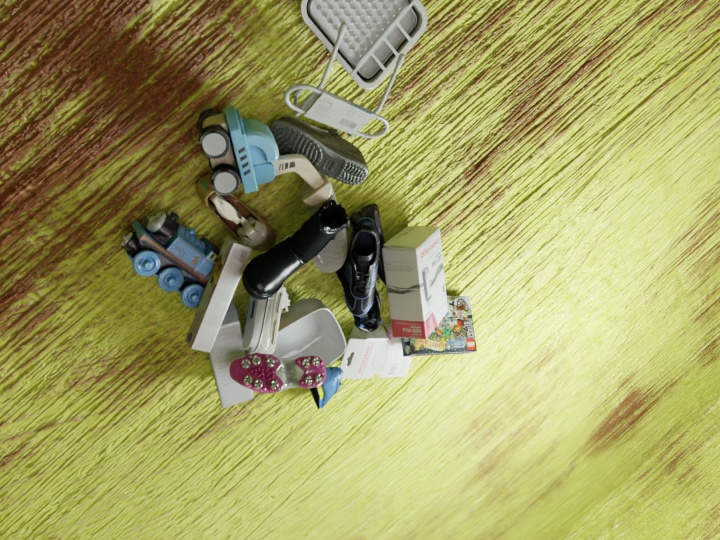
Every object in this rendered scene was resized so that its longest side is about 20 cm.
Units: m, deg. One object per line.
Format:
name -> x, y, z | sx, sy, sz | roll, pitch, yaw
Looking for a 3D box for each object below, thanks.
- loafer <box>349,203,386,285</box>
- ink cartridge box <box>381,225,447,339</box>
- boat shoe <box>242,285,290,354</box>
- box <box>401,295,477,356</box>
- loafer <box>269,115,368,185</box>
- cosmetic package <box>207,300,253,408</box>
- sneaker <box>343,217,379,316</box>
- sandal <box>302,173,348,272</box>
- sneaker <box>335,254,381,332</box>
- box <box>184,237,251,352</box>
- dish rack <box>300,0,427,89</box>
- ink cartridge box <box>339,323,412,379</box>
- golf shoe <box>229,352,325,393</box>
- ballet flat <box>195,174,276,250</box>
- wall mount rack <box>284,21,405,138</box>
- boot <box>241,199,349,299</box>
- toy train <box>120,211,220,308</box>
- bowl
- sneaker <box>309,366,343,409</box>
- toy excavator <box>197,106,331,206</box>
loafer -> 0.044, -0.050, 1.176 | 0.063, 0.072, 0.202 | -35, 127, -10
ink cartridge box -> 0.119, 0.022, 1.182 | 0.145, 0.083, 0.204 | -38, 123, -55
boat shoe -> -0.171, 0.061, 1.072 | 0.069, 0.071, 0.204 | 20, 66, -29
box -> 0.184, 0.130, 1.330 | 0.197, 0.038, 0.139 | 2, 74, -30
loafer -> -0.075, -0.222, 1.012 | 0.198, 0.071, 0.075 | 24, 134, -26
cosmetic package -> -0.269, 0.162, 1.114 | 0.073, 0.102, 0.203 | -15, 126, -17
sneaker -> 0.000, 0.000, 1.091 | 0.069, 0.078, 0.204 | 4, 105, 2
sandal -> -0.064, -0.094, 1.097 | 0.081, 0.050, 0.206 | 0, 116, 10
sneaker -> 0.001, 0.050, 1.175 | 0.072, 0.113, 0.201 | -19, 131, 13
box -> -0.252, 0.043, 0.985 | 0.041, 0.038, 0.203 | 19, 95, -39
dish rack -> 0.004, -0.430, 0.932 | 0.172, 0.044, 0.199 | -47, 130, 6
ink cartridge box -> 0.031, 0.189, 1.318 | 0.197, 0.068, 0.118 | 4, 116, -32
golf shoe -> -0.168, 0.204, 1.094 | 0.197, 0.091, 0.077 | 10, 71, -32
ballet flat -> -0.220, -0.088, 1.009 | 0.069, 0.063, 0.200 | -43, 130, 3
wall mount rack -> -0.023, -0.303, 0.930 | 0.197, 0.076, 0.173 | 13, 152, -32
boot -> -0.109, -0.041, 0.995 | 0.162, 0.198, 0.074 | -37, 94, 33
toy train -> -0.320, -0.021, 0.987 | 0.115, 0.086, 0.200 | -49, 129, -4
bowl -> -0.141, 0.149, 1.178 | 0.198, 0.075, 0.201 | -31, 141, -9
sneaker -> -0.074, 0.260, 1.254 | 0.077, 0.067, 0.201 | -25, 164, -17
toy excavator -> -0.156, -0.184, 0.939 | 0.196, 0.100, 0.197 | -14, 126, -8
